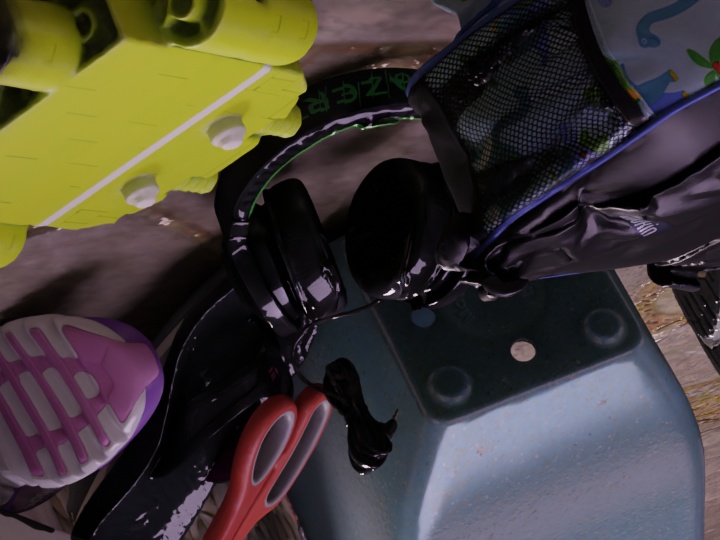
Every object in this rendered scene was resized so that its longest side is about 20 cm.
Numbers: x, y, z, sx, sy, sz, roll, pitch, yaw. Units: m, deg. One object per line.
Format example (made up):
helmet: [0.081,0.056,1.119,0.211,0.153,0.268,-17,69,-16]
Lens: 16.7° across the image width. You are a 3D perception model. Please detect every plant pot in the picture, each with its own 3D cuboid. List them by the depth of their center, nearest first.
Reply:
plant pot: [0.059,0.059,1.248,0.195,0.197,0.200,-20,151,-12]

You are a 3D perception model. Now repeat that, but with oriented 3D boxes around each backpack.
backpack: [0.133,-0.094,0.913,0.200,0.148,0.182,-31,162,36]

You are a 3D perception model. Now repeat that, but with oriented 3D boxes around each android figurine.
android figurine: [-0.097,-0.057,0.900,0.182,0.041,0.200,-32,161,24]

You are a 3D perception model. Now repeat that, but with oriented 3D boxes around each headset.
headset: [0.000,0.000,1.077,0.123,0.094,0.201,-10,143,-14]

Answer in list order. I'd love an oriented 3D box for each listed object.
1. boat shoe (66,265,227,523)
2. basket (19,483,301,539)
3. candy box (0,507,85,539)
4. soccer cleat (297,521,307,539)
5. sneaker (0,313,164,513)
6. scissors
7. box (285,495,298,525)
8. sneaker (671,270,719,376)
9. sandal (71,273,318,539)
boat shoe: [-0.098,0.059,1.236,0.072,0.062,0.200,8,129,-32]
basket: [-0.097,0.171,1.356,0.123,0.201,0.136,-32,164,6]
candy box: [-0.212,0.167,1.113,0.199,0.137,0.061,24,143,-18]
soccer cleat: [0.003,0.116,1.367,0.086,0.201,0.070,8,136,-23]
sneaker: [-0.152,0.071,1.177,0.088,0.081,0.200,-17,169,-46]
scissors: [-0.070,0.142,1.161,0.201,0.014,0.073,-63,161,5]
box: [-0.060,0.175,1.538,0.199,0.128,0.109,-14,161,-34]
sneaker: [0.263,0.008,1.566,0.090,0.078,0.200,-27,167,-15]
sandal: [-0.070,0.080,1.181,0.075,0.048,0.201,7,121,-43]
